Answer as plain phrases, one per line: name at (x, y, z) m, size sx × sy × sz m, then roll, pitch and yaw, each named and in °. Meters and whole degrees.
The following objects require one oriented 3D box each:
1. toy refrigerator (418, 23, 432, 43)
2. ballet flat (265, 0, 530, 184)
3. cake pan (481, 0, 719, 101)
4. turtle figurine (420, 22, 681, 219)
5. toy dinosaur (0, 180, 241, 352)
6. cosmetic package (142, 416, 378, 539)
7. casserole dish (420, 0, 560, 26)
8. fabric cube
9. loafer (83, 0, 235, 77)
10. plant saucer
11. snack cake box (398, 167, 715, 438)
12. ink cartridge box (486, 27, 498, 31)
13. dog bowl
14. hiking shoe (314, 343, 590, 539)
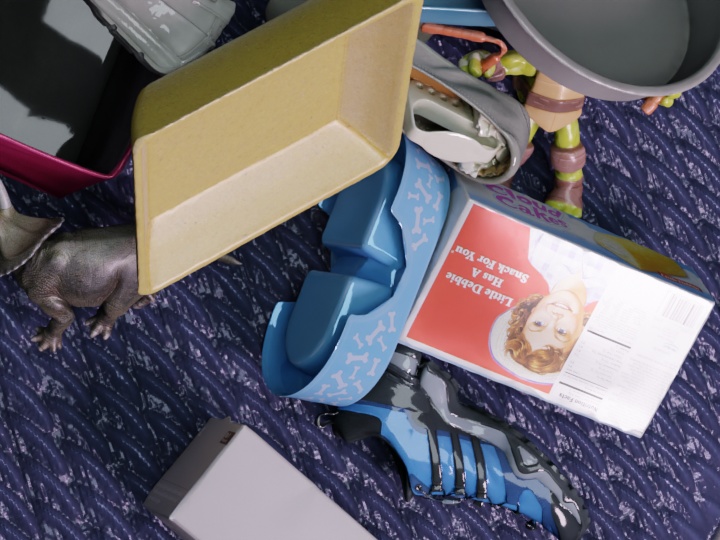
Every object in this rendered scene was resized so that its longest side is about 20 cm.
toy refrigerator at (-0.044, -0.115, 1.604) m, size 0.070 × 0.076 × 0.200 m, roll 44°, pitch 79°, yaw -10°
ballet flat at (0.025, -0.120, 1.543) m, size 0.199 × 0.067 × 0.064 m, roll 28°, pitch 44°, yaw -14°
cake pan at (0.153, -0.194, 1.535) m, size 0.199 × 0.037 × 0.202 m, roll 15°, pitch 57°, yaw -24°
turtle figurine at (0.123, -0.118, 1.622) m, size 0.198 × 0.065 × 0.162 m, roll 2°, pitch 125°, yaw -16°
toy dinosaur at (-0.171, 0.000, 1.547) m, size 0.198 × 0.102 × 0.078 m, roll 7°, pitch 60°, yaw -15°
cosmetic package at (-0.042, 0.192, 1.582) m, size 0.200 × 0.107 × 0.090 m, roll 39°, pitch 80°, yaw -10°
casserole dish at (0.044, -0.212, 1.541) m, size 0.198 × 0.039 × 0.122 m, roll 0°, pitch 62°, yaw -23°
fabric cube at (-0.224, -0.173, 1.491) m, size 0.199 × 0.199 × 0.198 m, roll 23°, pitch 82°, yaw -14°
loafer at (-0.157, -0.200, 1.374) m, size 0.070 × 0.070 × 0.200 m, roll -47°, pitch 110°, yaw -6°
plant saucer at (-0.063, -0.089, 1.438) m, size 0.199 × 0.200 × 0.049 m, roll -29°, pitch 68°, yaw -18°
snack cake box at (0.130, 0.023, 1.631) m, size 0.199 × 0.067 × 0.116 m, roll 22°, pitch 108°, yaw -17°
ink cartridge box at (0.158, -0.232, 1.659) m, size 0.198 × 0.084 × 0.146 m, roll 15°, pitch 84°, yaw -15°
dog bowl at (0.000, 0.000, 1.600) m, size 0.049 × 0.111 × 0.201 m, roll 25°, pitch 82°, yaw -27°
hiking shoe at (0.069, 0.135, 1.639) m, size 0.200 × 0.074 × 0.087 m, roll 39°, pitch 87°, yaw -2°
